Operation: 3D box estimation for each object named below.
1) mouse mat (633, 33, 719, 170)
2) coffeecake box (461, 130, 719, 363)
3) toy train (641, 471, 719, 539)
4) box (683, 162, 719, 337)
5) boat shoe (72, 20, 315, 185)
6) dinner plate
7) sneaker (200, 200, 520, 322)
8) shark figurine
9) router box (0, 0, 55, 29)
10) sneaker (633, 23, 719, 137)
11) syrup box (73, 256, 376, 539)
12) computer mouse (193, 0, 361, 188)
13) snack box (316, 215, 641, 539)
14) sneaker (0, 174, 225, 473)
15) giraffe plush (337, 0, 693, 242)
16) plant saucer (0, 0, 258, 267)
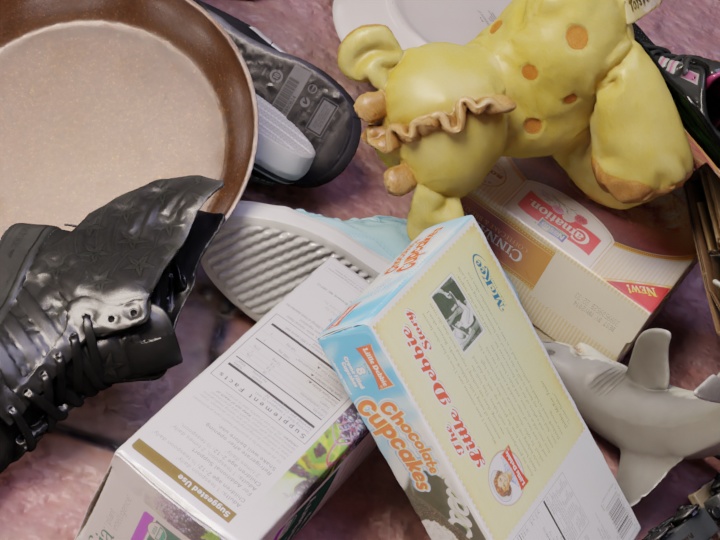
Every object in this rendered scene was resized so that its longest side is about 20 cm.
[{"bbox_3d":[0.182,-0.110,1.051,0.161,0.008,0.200,44,13,-45],"label":"mouse mat"},{"bbox_3d":[0.143,-0.040,1.106,0.153,0.073,0.200,36,41,10],"label":"coffeecake box"},{"bbox_3d":[0.213,0.128,0.991,0.200,0.046,0.034,-27,80,-43],"label":"toy train"},{"bbox_3d":[0.264,0.048,1.037,0.200,0.021,0.164,45,25,-25],"label":"box"},{"bbox_3d":[-0.121,-0.092,1.022,0.200,0.071,0.072,30,14,13],"label":"boat shoe"},{"bbox_3d":[0.081,-0.154,1.128,0.199,0.024,0.200,12,39,-10],"label":"dinner plate"},{"bbox_3d":[0.000,0.000,0.996,0.200,0.074,0.082,23,31,-18],"label":"sneaker"},{"bbox_3d":[0.168,0.088,0.941,0.128,0.214,0.090,44,70,-12],"label":"shark figurine"},{"bbox_3d":[-0.198,-0.217,1.024,0.200,0.051,0.149,-28,46,-3],"label":"router box"},{"bbox_3d":[0.231,-0.123,1.231,0.080,0.086,0.200,-8,51,-37],"label":"sneaker"},{"bbox_3d":[-0.046,0.084,0.867,0.081,0.079,0.200,36,41,9],"label":"syrup box"},{"bbox_3d":[-0.077,-0.146,1.066,0.200,0.141,0.046,26,5,2],"label":"computer mouse"},{"bbox_3d":[0.065,0.086,0.882,0.116,0.037,0.200,-44,109,-48],"label":"snack box"},{"bbox_3d":[-0.135,0.035,0.843,0.104,0.060,0.200,6,52,9],"label":"sneaker"},{"bbox_3d":[0.078,-0.092,0.972,0.162,0.200,0.173,-26,72,-4],"label":"giraffe plush"},{"bbox_3d":[-0.153,-0.069,0.946,0.199,0.035,0.201,-1,68,2],"label":"plant saucer"}]
